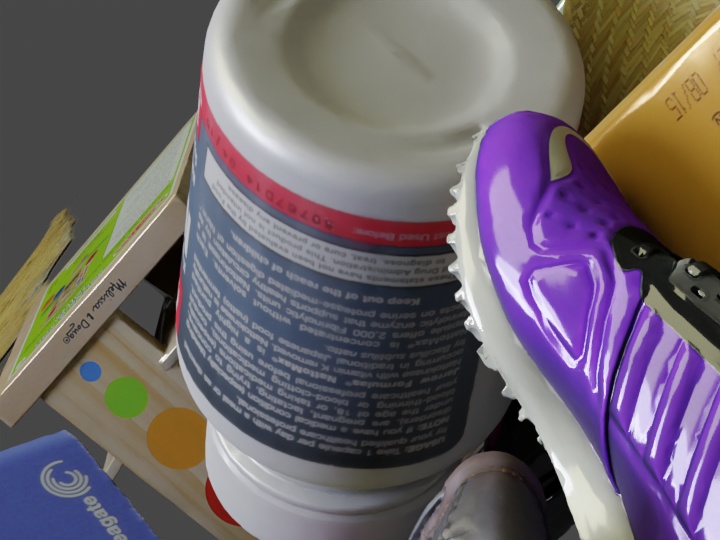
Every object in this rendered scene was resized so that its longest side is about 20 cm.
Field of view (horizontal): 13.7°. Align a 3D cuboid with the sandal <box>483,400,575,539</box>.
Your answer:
[{"bbox_3d":[0.061,0.057,1.050,0.201,0.048,0.075,-50,11,14],"label":"sandal"}]

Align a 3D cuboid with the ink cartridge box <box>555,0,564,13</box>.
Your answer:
[{"bbox_3d":[0.087,-0.061,1.139,0.146,0.048,0.200,-54,-6,28],"label":"ink cartridge box"}]

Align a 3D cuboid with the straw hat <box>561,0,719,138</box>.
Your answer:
[{"bbox_3d":[0.154,-0.058,0.925,0.085,0.202,0.201,-5,-26,-42],"label":"straw hat"}]

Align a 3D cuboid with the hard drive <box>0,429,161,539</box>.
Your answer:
[{"bbox_3d":[-0.136,0.119,0.829,0.199,0.132,0.025,-18,-44,-31],"label":"hard drive"}]

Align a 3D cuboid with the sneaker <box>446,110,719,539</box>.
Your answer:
[{"bbox_3d":[0.096,0.030,0.790,0.099,0.069,0.201,-36,59,27],"label":"sneaker"}]

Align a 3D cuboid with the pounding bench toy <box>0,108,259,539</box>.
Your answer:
[{"bbox_3d":[-0.027,0.014,1.259,0.200,0.156,0.124,-48,11,17],"label":"pounding bench toy"}]

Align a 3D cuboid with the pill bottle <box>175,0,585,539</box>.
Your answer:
[{"bbox_3d":[0.000,0.000,0.979,0.201,0.119,0.120,100,-167,-46],"label":"pill bottle"}]

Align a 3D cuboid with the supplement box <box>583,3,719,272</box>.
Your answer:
[{"bbox_3d":[0.127,-0.047,0.840,0.069,0.067,0.200,-18,-21,-45],"label":"supplement box"}]

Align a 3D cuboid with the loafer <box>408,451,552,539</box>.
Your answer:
[{"bbox_3d":[0.024,0.125,0.812,0.201,0.071,0.063,104,174,-51],"label":"loafer"}]
